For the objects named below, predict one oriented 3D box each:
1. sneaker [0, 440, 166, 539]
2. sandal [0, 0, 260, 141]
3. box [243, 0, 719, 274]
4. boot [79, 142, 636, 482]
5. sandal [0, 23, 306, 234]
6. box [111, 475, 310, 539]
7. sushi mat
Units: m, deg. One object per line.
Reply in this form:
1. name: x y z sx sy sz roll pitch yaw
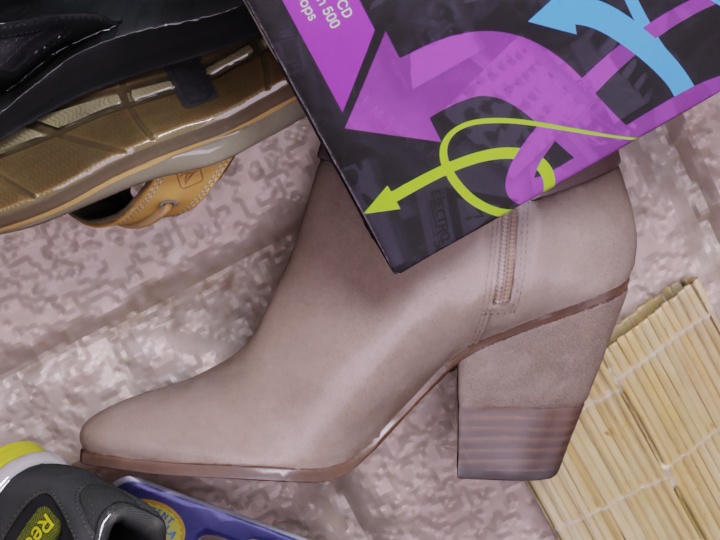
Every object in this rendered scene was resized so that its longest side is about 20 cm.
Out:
1. sneaker: -0.088 0.160 0.865 0.074 0.084 0.201 -27 110 -35
2. sandal: -0.117 -0.087 0.843 0.199 0.075 0.048 -24 136 -10
3. box: 0.065 -0.105 0.815 0.199 0.036 0.143 -31 121 0
4. boot: 0.000 0.000 0.895 0.198 0.070 0.148 0 99 -10
5. sandal: -0.071 -0.050 0.869 0.199 0.081 0.054 -20 135 -3
6. box: -0.075 0.180 0.944 0.120 0.032 0.201 21 102 -13
7. sushi mat: 0.133 0.108 0.966 0.095 0.012 0.201 -30 108 -1
